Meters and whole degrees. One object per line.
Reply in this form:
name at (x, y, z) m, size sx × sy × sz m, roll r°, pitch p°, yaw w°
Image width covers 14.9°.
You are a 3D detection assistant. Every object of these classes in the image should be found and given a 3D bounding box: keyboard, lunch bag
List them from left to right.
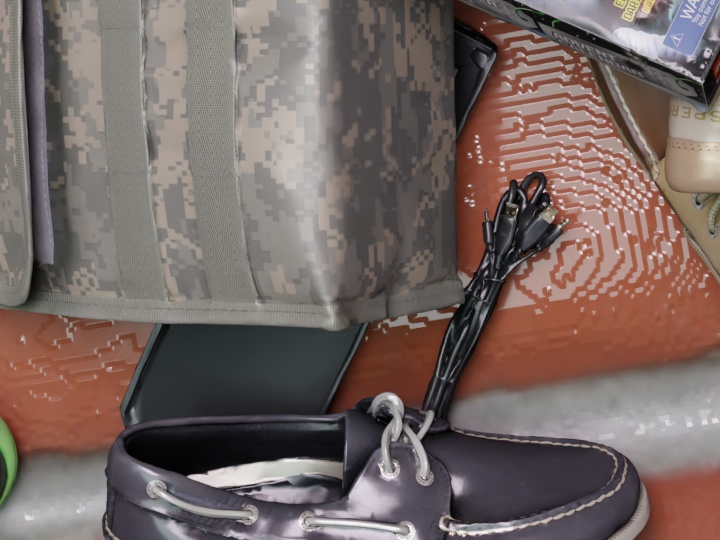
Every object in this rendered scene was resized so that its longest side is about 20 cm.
lunch bag at (-0.073, -0.066, 0.990) m, size 0.200 × 0.118 × 0.164 m, roll 2°, pitch 96°, yaw 31°
keyboard at (0.000, 0.000, 1.038) m, size 0.127 × 0.021 × 0.200 m, roll 29°, pitch 102°, yaw 13°

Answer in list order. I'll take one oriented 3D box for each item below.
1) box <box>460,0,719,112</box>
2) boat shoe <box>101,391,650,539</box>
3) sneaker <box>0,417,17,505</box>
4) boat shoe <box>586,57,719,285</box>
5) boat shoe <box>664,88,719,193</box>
box at (0.092, -0.169, 0.881) m, size 0.137 × 0.040 × 0.200 m, roll 25°, pitch 84°, yaw 15°
boat shoe at (0.004, 0.078, 0.996) m, size 0.199 × 0.073 × 0.063 m, roll -5°, pitch 121°, yaw 3°
sneaker at (-0.208, 0.131, 1.062) m, size 0.077 × 0.084 × 0.200 m, roll 31°, pitch 101°, yaw 7°
boat shoe at (0.149, -0.025, 0.976) m, size 0.076 × 0.074 × 0.200 m, roll -37°, pitch 89°, yaw 13°
boat shoe at (0.191, -0.043, 0.937) m, size 0.200 × 0.071 × 0.065 m, roll 7°, pitch 94°, yaw -21°
